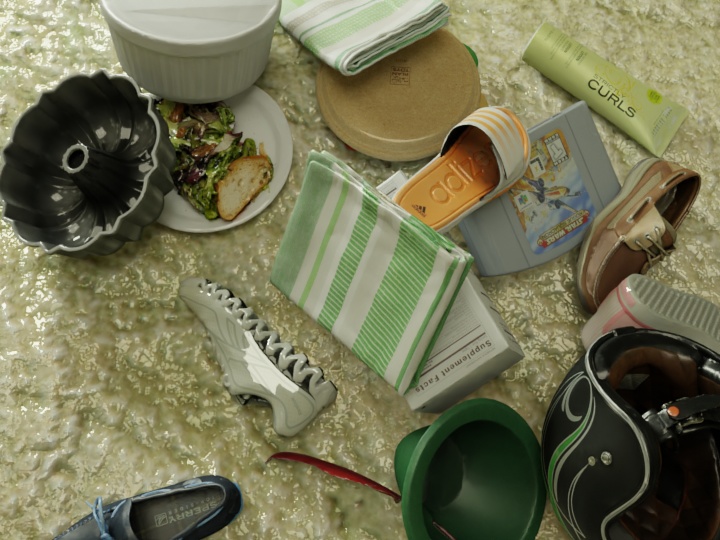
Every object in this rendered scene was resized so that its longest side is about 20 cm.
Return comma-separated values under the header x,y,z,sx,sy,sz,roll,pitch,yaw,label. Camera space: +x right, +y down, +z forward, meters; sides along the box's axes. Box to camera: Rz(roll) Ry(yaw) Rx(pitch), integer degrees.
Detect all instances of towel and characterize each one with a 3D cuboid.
x,y,z,sx,sy,sz,roll,pitch,yaw,label
0.000,0.000,0.784,0.199,0.154,0.023,38,28,31,towel
-0.007,-0.300,0.987,0.148,0.031,0.200,-30,46,-13,towel

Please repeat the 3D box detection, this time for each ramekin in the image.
x,y,z,sx,sy,sz,roll,pitch,yaw,label
-0.187,-0.272,0.957,0.199,0.095,0.204,5,47,-5,ramekin

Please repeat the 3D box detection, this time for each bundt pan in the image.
x,y,z,sx,sy,sz,roll,pitch,yaw,label
-0.278,-0.103,0.905,0.199,0.076,0.205,-6,71,18,bundt pan

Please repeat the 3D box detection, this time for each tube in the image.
x,y,z,sx,sy,sz,roll,pitch,yaw,label
0.282,-0.214,0.994,0.199,0.052,0.058,37,112,8,tube

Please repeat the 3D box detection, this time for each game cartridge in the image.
x,y,z,sx,sy,sz,roll,pitch,yaw,label
0.190,-0.081,0.908,0.198,0.041,0.135,-30,95,-22,game cartridge

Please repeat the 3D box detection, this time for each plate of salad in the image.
x,y,z,sx,sy,sz,roll,pitch,yaw,label
-0.174,-0.139,0.956,0.196,0.048,0.203,0,69,0,plate of salad

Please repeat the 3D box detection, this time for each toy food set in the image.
x,y,z,sx,sy,sz,roll,pitch,yaw,label
0.046,-0.212,0.987,0.197,0.049,0.201,-11,69,-5,toy food set

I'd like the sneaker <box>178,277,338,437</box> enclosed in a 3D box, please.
x,y,z,sx,sy,sz,roll,pitch,yaw,label
-0.117,0.083,0.860,0.199,0.075,0.081,40,82,14,sneaker

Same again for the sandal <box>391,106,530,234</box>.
x,y,z,sx,sy,sz,roll,pitch,yaw,label
0.108,-0.100,0.809,0.079,0.059,0.207,42,56,6,sandal

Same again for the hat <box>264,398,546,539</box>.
x,y,z,sx,sy,sz,roll,pitch,yaw,label
0.057,0.194,0.845,0.200,0.175,0.166,46,68,-24,hat

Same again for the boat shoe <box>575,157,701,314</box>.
x,y,z,sx,sy,sz,roll,pitch,yaw,label
0.292,-0.039,0.897,0.071,0.076,0.201,12,63,48,boat shoe

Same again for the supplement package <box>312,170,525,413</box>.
x,y,z,sx,sy,sz,roll,pitch,yaw,label
0.059,0.026,0.845,0.113,0.109,0.202,-33,71,11,supplement package

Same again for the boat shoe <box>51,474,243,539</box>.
x,y,z,sx,sy,sz,roll,pitch,yaw,label
-0.210,0.234,0.796,0.198,0.069,0.085,-27,71,-11,boat shoe

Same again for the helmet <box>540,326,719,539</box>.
x,y,z,sx,sy,sz,roll,pitch,yaw,label
0.254,0.172,0.764,0.196,0.193,0.201,3,31,-2,helmet

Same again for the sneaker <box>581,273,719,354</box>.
x,y,z,sx,sy,sz,roll,pitch,yaw,label
0.311,0.079,0.871,0.198,0.105,0.076,22,38,-22,sneaker
